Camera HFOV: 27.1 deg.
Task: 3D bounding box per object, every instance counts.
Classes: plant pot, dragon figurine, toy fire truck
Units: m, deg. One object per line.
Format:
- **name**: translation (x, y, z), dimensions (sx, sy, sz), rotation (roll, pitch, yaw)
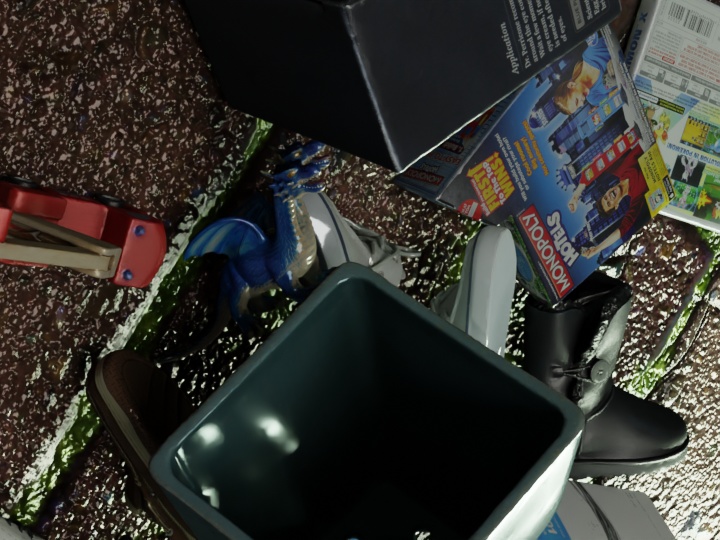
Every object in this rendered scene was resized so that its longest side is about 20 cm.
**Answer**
- **plant pot**: translation (0.012, 0.158, 0.976), dimensions (0.196, 0.196, 0.201), rotation (-45, 152, -22)
- **dragon figurine**: translation (-0.078, -0.013, 1.011), dimensions (0.100, 0.199, 0.059), rotation (56, 36, -8)
- **toy fire truck**: translation (-0.190, -0.020, 0.895), dimensions (0.199, 0.141, 0.049), rotation (12, 98, -39)

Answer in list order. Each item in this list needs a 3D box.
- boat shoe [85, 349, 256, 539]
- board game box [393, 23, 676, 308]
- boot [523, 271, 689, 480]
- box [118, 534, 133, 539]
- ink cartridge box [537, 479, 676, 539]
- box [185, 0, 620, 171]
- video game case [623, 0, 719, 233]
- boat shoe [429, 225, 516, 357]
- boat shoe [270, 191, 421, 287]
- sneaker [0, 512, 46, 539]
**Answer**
- **boat shoe**: translation (-0.136, 0.145, 1.036), dimensions (0.074, 0.075, 0.203), rotation (-25, 115, 21)
- **board game box**: translation (0.132, -0.082, 1.167), dimensions (0.200, 0.062, 0.201), rotation (-39, 123, -17)
- **boot**: translation (0.216, 0.088, 1.284), dimensions (0.199, 0.076, 0.169), rotation (-3, 111, -30)
- **box**: translation (-0.101, 0.314, 1.039), dimensions (0.118, 0.200, 0.197), rotation (-49, 128, -12)
- **ink cartridge box**: translation (0.155, 0.253, 1.261), dimensions (0.199, 0.086, 0.147), rotation (15, 121, -38)
- **box**: translation (0.022, -0.181, 0.956), dimensions (0.200, 0.196, 0.118), rotation (-36, 125, -22)
- **video game case**: translation (0.289, -0.136, 1.300), dimensions (0.199, 0.022, 0.184), rotation (13, 97, -40)
- **boat shoe**: translation (0.075, 0.050, 1.146), dimensions (0.074, 0.065, 0.201), rotation (-53, 153, -52)
- **boat shoe**: translation (0.003, 0.002, 1.095), dimensions (0.086, 0.074, 0.203), rotation (-38, 127, -21)
- **sneaker**: translation (-0.252, 0.181, 0.974), dimensions (0.080, 0.073, 0.201), rotation (-45, 133, -35)
